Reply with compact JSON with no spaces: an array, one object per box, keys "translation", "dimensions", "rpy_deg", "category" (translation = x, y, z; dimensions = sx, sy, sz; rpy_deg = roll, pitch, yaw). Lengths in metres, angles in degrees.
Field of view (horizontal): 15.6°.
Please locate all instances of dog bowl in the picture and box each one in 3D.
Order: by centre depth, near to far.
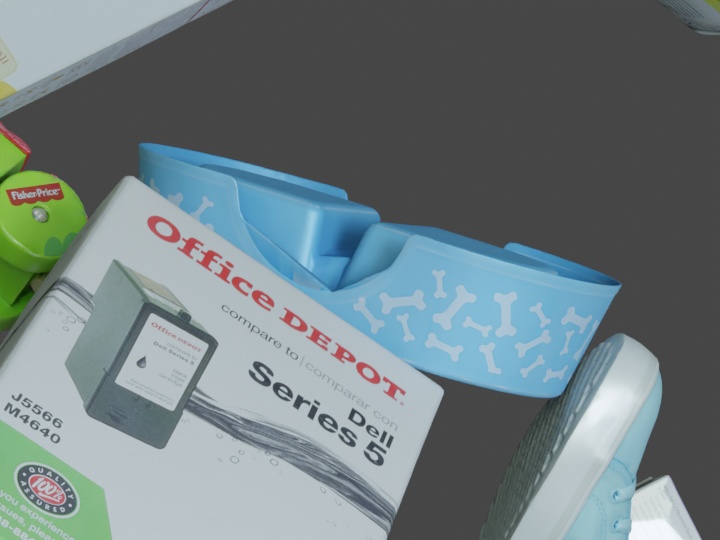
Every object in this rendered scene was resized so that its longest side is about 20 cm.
[{"translation":[0.000,0.000,1.012],"dimensions":[0.199,0.111,0.050],"rpy_deg":[18,96,21],"category":"dog bowl"}]

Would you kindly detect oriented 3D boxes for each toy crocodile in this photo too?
[{"translation":[-0.161,-0.040,1.036],"dimensions":[0.200,0.068,0.062],"rpy_deg":[43,48,0],"category":"toy crocodile"}]

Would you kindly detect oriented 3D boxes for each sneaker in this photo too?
[{"translation":[0.086,0.121,1.020],"dimensions":[0.082,0.074,0.201],"rpy_deg":[21,112,-6],"category":"sneaker"}]

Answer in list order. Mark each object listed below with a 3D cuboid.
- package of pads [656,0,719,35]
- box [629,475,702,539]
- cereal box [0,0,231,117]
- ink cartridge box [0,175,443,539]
[{"translation":[0.143,-0.207,1.057],"dimensions":[0.068,0.154,0.201],"rpy_deg":[3,79,31],"category":"package of pads"},{"translation":[0.149,0.180,1.056],"dimensions":[0.041,0.039,0.201],"rpy_deg":[-27,86,-11],"category":"box"},{"translation":[-0.126,-0.149,1.033],"dimensions":[0.200,0.040,0.144],"rpy_deg":[-32,87,-33],"category":"cereal box"},{"translation":[-0.070,0.079,0.890],"dimensions":[0.145,0.084,0.200],"rpy_deg":[35,34,-7],"category":"ink cartridge box"}]
